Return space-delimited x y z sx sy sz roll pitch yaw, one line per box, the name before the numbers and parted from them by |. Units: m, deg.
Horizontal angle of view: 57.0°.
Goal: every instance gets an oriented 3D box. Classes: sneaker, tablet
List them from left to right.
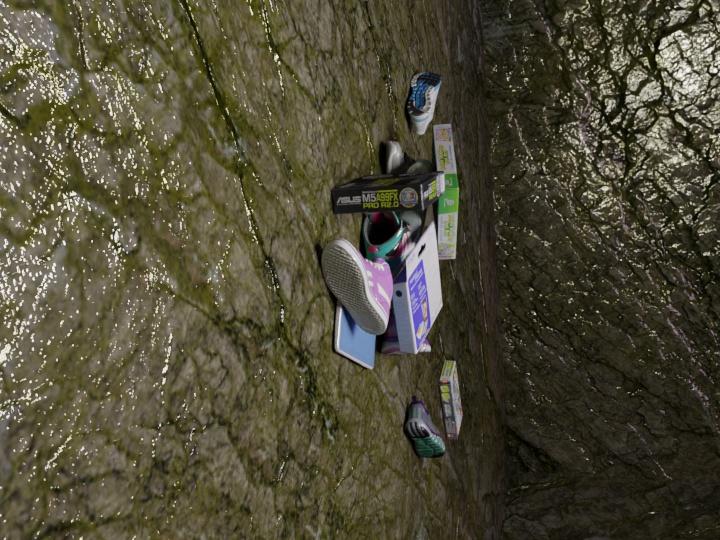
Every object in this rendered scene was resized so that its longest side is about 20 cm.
tablet | -0.006 0.098 1.192 0.200 0.013 0.133 42 49 -64
sneaker | -0.001 0.000 1.107 0.202 0.071 0.116 64 34 -40
sneaker | 0.061 -0.084 1.288 0.122 0.082 0.202 78 32 -44
sneaker | 0.097 0.133 1.413 0.200 0.079 0.091 27 56 -68
sneaker | 0.105 -0.228 1.446 0.200 0.080 0.077 37 52 -68
sneaker | 0.119 -0.141 1.416 0.082 0.073 0.203 -45 157 -56
sneaker | 0.156 -0.419 1.663 0.088 0.073 0.202 82 22 -49
sneaker | 0.159 0.376 1.580 0.201 0.073 0.089 64 25 -49

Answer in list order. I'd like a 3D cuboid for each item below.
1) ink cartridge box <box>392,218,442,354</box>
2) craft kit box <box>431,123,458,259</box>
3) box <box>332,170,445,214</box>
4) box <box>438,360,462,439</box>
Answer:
ink cartridge box | 0.114 0.026 1.313 0.198 0.042 0.204 -49 138 -55
craft kit box | 0.176 -0.164 1.395 0.202 0.047 0.200 84 3 -49
box | 0.056 -0.140 1.173 0.200 0.157 0.045 -38 125 -67
box | 0.267 0.383 1.960 0.111 0.034 0.204 -61 145 -56
